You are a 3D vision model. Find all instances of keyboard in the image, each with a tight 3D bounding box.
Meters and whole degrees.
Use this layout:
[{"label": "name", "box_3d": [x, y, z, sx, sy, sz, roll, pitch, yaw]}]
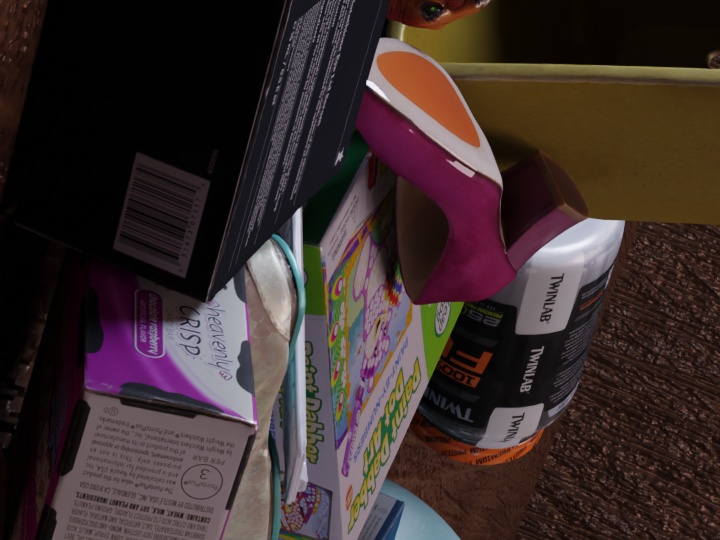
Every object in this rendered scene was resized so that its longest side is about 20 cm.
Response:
[{"label": "keyboard", "box_3d": [-0.028, -0.010, 1.090, 0.056, 0.011, 0.201, 91, -3, -65]}]

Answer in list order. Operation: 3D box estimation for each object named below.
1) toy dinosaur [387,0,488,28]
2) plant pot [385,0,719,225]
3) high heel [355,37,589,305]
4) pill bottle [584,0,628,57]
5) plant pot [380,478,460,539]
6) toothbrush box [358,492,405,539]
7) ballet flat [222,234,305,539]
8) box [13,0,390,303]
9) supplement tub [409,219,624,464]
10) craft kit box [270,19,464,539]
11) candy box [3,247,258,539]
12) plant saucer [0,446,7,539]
[{"label": "toy dinosaur", "box_3d": [0.059, -0.187, 1.171, 0.182, 0.105, 0.200, -54, 180, 5]}, {"label": "plant pot", "box_3d": [0.145, -0.120, 1.269, 0.200, 0.193, 0.196, 58, 41, -57]}, {"label": "high heel", "box_3d": [0.019, -0.032, 1.167, 0.096, 0.068, 0.200, -33, 146, 18]}, {"label": "pill bottle", "box_3d": [0.091, -0.122, 1.430, 0.116, 0.115, 0.201, 79, 35, -72]}, {"label": "plant pot", "box_3d": [0.012, 0.233, 1.702, 0.200, 0.134, 0.201, 21, 90, -81]}, {"label": "toothbrush box", "box_3d": [-0.057, 0.221, 1.455, 0.147, 0.085, 0.201, -56, 165, -52]}, {"label": "ballet flat", "box_3d": [-0.064, 0.056, 1.042, 0.062, 0.068, 0.200, -18, 142, -21]}, {"label": "box", "box_3d": [-0.035, -0.112, 0.889, 0.141, 0.079, 0.201, -43, 153, -62]}, {"label": "supplement tub", "box_3d": [0.088, 0.020, 1.689, 0.123, 0.122, 0.201, -58, 165, -45]}, {"label": "craft kit box", "box_3d": [0.000, 0.000, 1.268, 0.200, 0.048, 0.198, -64, 160, -45]}, {"label": "candy box", "box_3d": [-0.090, 0.092, 0.919, 0.137, 0.061, 0.201, -99, -155, -60]}, {"label": "plant saucer", "box_3d": [-0.168, 0.133, 0.818, 0.200, 0.037, 0.201, 22, 90, -80]}]
